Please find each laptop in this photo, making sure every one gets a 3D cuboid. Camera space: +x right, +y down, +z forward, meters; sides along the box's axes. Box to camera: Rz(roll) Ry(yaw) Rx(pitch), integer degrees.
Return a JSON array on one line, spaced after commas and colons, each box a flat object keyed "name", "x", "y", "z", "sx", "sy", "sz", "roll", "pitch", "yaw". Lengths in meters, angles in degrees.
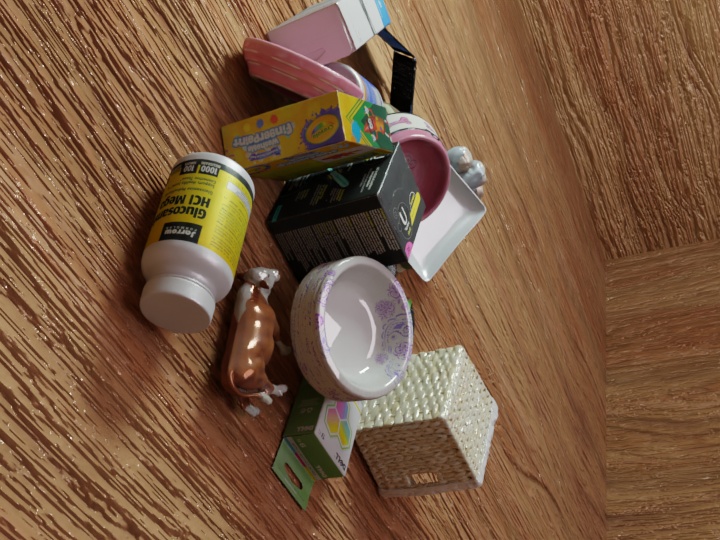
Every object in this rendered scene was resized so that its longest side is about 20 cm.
[{"name": "laptop", "x": 0.044, "y": -0.407, "z": 1.671, "sx": 0.178, "sy": 0.101, "sz": 0.205, "roll": -119, "pitch": -149, "yaw": -68}]

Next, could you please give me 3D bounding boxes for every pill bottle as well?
[{"name": "pill bottle", "x": -0.021, "y": -0.287, "z": 1.458, "sx": 0.200, "sy": 0.109, "sz": 0.115, "roll": -4, "pitch": 83, "yaw": -75}, {"name": "pill bottle", "x": -0.198, "y": -0.033, "z": 1.002, "sx": 0.113, "sy": 0.110, "sz": 0.204, "roll": 51, "pitch": 37, "yaw": -44}]

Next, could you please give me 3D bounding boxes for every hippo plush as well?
[{"name": "hippo plush", "x": 0.162, "y": -0.148, "z": 1.667, "sx": 0.198, "sy": 0.159, "sz": 0.164, "roll": 28, "pitch": 52, "yaw": -24}]

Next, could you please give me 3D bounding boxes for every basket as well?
[{"name": "basket", "x": 0.113, "y": 0.257, "z": 1.439, "sx": 0.163, "sy": 0.194, "sz": 0.201, "roll": 63, "pitch": 30, "yaw": -25}]

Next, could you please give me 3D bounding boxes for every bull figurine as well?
[{"name": "bull figurine", "x": -0.140, "y": 0.094, "z": 1.126, "sx": 0.122, "sy": 0.064, "sz": 0.203, "roll": 58, "pitch": 32, "yaw": -40}]

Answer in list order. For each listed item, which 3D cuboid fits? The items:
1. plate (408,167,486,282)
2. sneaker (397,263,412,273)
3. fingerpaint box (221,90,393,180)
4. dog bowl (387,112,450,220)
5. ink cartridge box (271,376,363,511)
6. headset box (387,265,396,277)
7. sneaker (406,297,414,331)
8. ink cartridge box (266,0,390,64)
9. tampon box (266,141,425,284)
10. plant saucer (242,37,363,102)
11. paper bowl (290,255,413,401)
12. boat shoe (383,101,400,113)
[{"name": "plate", "x": 0.116, "y": -0.117, "z": 1.573, "sx": 0.200, "sy": 0.032, "sz": 0.200, "roll": 47, "pitch": 72, "yaw": -13}, {"name": "sneaker", "x": 0.076, "y": -0.074, "z": 1.612, "sx": 0.201, "sy": 0.088, "sz": 0.068, "roll": 53, "pitch": 37, "yaw": -42}, {"name": "fingerpaint box", "x": -0.075, "y": -0.193, "z": 1.220, "sx": 0.166, "sy": 0.196, "sz": 0.075, "roll": -6, "pitch": 85, "yaw": -63}, {"name": "dog bowl", "x": 0.071, "y": -0.166, "z": 1.453, "sx": 0.202, "sy": 0.199, "sz": 0.074, "roll": 57, "pitch": -6, "yaw": -37}, {"name": "ink cartridge box", "x": -0.058, "y": 0.240, "z": 1.245, "sx": 0.105, "sy": 0.058, "sz": 0.202, "roll": 61, "pitch": 31, "yaw": -33}, {"name": "headset box", "x": 0.000, "y": 0.000, "z": 1.442, "sx": 0.149, "sy": 0.076, "sz": 0.204, "roll": 44, "pitch": 42, "yaw": -51}, {"name": "sneaker", "x": 0.064, "y": 0.117, "z": 1.529, "sx": 0.200, "sy": 0.075, "sz": 0.085, "roll": -43, "pitch": 115, "yaw": -59}, {"name": "ink cartridge box", "x": -0.050, "y": -0.413, "z": 1.420, "sx": 0.087, "sy": 0.144, "sz": 0.201, "roll": 67, "pitch": 28, "yaw": -19}, {"name": "tampon box", "x": -0.018, "y": -0.087, "z": 1.297, "sx": 0.128, "sy": 0.196, "sz": 0.151, "roll": 62, "pitch": 31, "yaw": -30}, {"name": "plant saucer", "x": -0.093, "y": -0.288, "z": 1.269, "sx": 0.199, "sy": 0.198, "sz": 0.052, "roll": 17, "pitch": 98, "yaw": -61}, {"name": "paper bowl", "x": -0.022, "y": 0.087, "z": 1.211, "sx": 0.198, "sy": 0.103, "sz": 0.206, "roll": 13, "pitch": 72, "yaw": -45}, {"name": "boat shoe", "x": 0.053, "y": -0.260, "z": 1.564, "sx": 0.072, "sy": 0.076, "sz": 0.200, "roll": 48, "pitch": -2, "yaw": -32}]
